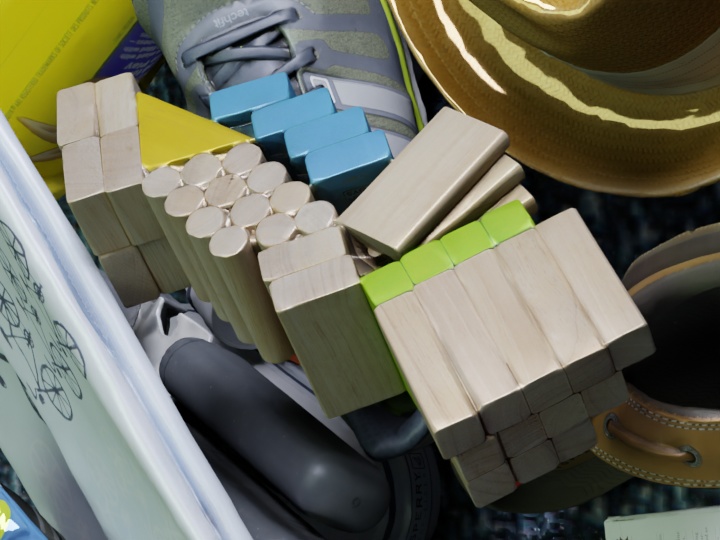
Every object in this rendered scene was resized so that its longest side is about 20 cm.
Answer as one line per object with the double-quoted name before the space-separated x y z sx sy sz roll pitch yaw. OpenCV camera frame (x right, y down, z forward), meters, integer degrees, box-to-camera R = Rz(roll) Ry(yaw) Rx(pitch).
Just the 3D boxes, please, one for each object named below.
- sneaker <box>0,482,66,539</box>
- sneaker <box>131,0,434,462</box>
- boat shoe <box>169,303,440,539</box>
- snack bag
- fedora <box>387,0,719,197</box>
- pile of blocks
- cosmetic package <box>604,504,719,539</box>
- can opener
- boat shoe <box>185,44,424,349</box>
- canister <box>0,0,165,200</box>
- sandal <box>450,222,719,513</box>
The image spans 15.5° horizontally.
"sneaker" -0.081 0.134 0.804 0.071 0.083 0.200 -42 64 2
"sneaker" -0.013 -0.033 0.777 0.074 0.081 0.200 -26 106 16
"boat shoe" -0.055 0.053 0.914 0.200 0.067 0.074 12 100 53
"snack bag" -0.102 0.031 0.819 0.189 0.021 0.200 59 160 6
"fedora" 0.057 -0.119 0.708 0.201 0.082 0.201 1 92 37
"pile of blocks" 0.000 0.000 0.708 0.200 0.082 0.062 30 156 37
"cosmetic package" 0.118 0.160 0.693 0.083 0.051 0.200 -12 81 51
"can opener" -0.065 0.042 0.829 0.053 0.067 0.200 -61 32 3
"boat shoe" -0.017 -0.071 0.862 0.066 0.072 0.200 50 135 41
"canister" -0.076 -0.122 0.883 0.087 0.149 0.200 38 133 -8
"sandal" 0.087 0.038 0.703 0.200 0.082 0.055 -37 51 52
